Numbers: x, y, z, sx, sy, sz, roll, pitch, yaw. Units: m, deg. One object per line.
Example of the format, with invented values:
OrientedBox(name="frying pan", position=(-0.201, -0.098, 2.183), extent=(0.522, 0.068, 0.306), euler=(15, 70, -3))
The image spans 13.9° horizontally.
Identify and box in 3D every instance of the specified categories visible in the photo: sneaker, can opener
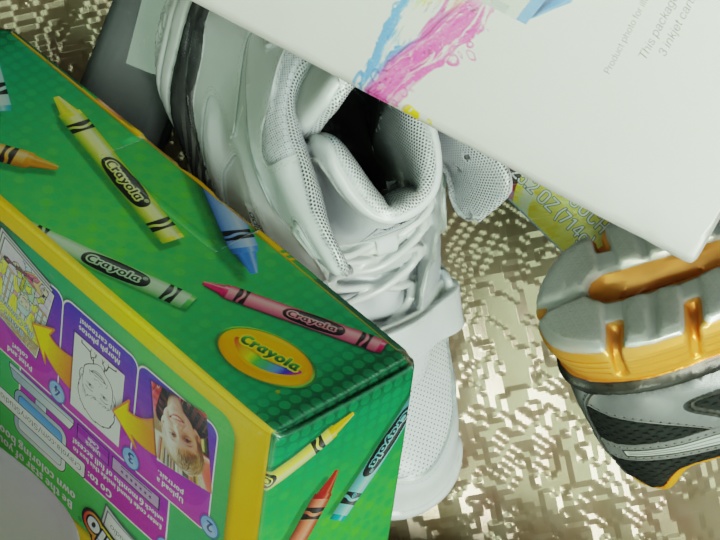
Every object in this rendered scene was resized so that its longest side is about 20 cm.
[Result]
OrientedBox(name="sneaker", position=(0.155, 0.009, 0.896), extent=(0.200, 0.078, 0.077), euler=(-13, 127, 4))
OrientedBox(name="can opener", position=(-0.037, -0.121, 0.971), extent=(0.066, 0.053, 0.200), euler=(28, 103, 2))
OrientedBox(name="sneaker", position=(0.000, 0.000, 0.937), extent=(0.075, 0.115, 0.200), euler=(-25, 110, -18))

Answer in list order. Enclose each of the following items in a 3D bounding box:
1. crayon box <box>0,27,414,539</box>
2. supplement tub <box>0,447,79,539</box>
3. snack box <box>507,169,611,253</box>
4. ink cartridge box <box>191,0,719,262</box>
OrientedBox(name="crayon box", position=(-0.075, 0.027, 0.930), extent=(0.200, 0.058, 0.119), euler=(39, 140, 30))
OrientedBox(name="supplement tub", position=(-0.183, 0.140, 0.888), extent=(0.144, 0.145, 0.200), euler=(29, 101, 2))
OrientedBox(name="snack box", position=(0.147, -0.067, 0.947), extent=(0.169, 0.068, 0.200), euler=(44, 101, -2))
OrientedBox(name="ink cartridge box", position=(0.043, -0.117, 0.847), extent=(0.200, 0.129, 0.125), euler=(28, 113, 4))
